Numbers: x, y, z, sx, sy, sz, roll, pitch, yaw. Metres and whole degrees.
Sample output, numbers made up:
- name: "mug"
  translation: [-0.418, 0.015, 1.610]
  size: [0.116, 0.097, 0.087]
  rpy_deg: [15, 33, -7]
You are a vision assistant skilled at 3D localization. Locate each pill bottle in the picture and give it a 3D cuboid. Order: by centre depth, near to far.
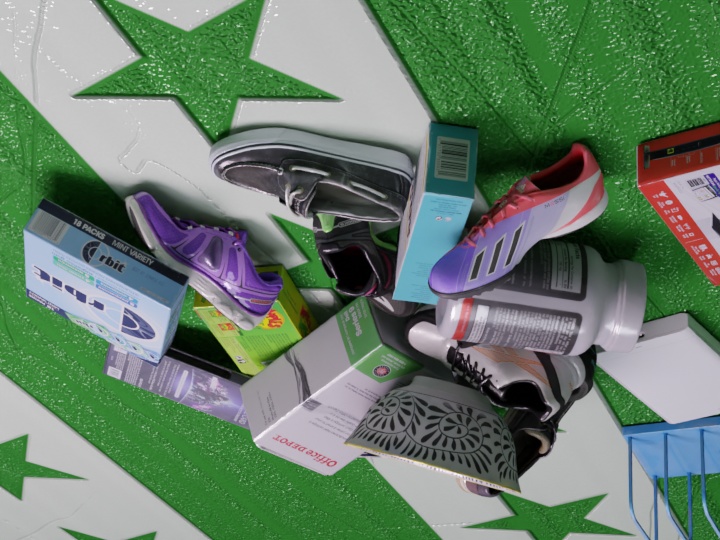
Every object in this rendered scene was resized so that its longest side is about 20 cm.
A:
- name: "pill bottle"
  translation: [0.183, 0.025, 1.572]
  size: [0.199, 0.116, 0.116]
  rpy_deg: [9, 149, -5]

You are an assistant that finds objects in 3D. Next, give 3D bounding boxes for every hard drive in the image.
- name: "hard drive"
  translation: [0.368, 0.116, 1.783]
  size: [0.131, 0.026, 0.200]
  rpy_deg: [-18, 141, 34]

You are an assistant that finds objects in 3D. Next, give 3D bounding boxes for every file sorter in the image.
- name: "file sorter"
  translation: [0.444, 0.268, 1.929]
  size: [0.199, 0.123, 0.139]
  rpy_deg: [-9, 146, 23]

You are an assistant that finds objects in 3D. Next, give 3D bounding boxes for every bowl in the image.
- name: "bowl"
  translation: [0.089, 0.170, 1.662]
  size: [0.200, 0.095, 0.201]
  rpy_deg: [15, 173, 2]

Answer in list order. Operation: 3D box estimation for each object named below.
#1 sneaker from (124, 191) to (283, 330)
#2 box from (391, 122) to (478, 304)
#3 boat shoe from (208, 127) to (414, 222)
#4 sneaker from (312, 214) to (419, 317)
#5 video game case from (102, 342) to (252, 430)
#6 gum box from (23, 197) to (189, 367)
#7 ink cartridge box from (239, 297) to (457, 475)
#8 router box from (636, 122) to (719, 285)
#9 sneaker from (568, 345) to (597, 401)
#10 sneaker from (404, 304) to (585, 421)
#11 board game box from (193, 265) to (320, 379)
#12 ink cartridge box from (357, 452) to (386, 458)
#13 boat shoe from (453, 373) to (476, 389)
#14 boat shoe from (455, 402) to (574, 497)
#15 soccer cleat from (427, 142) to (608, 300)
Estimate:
- name: "sneaker"
  translation: [-0.164, -0.024, 1.607]
  size: [0.200, 0.084, 0.081]
  rpy_deg: [40, 180, -28]
- name: "box"
  translation: [0.071, -0.051, 1.496]
  size: [0.049, 0.083, 0.200]
  rpy_deg: [8, 149, -4]
- name: "boat shoe"
  translation: [-0.049, -0.086, 1.467]
  size: [0.199, 0.071, 0.072]
  rpy_deg: [4, 149, 3]
- name: "sneaker"
  translation: [0.000, 0.000, 1.590]
  size: [0.076, 0.084, 0.200]
  rpy_deg: [-11, 145, 26]
- name: "video game case"
  translation: [-0.211, 0.132, 1.857]
  size: [0.199, 0.019, 0.143]
  rpy_deg: [21, 155, -5]
- name: "gum box"
  translation: [-0.272, 0.018, 1.624]
  size: [0.169, 0.045, 0.200]
  rpy_deg: [28, 157, -1]
- name: "ink cartridge box"
  translation: [-0.016, 0.132, 1.742]
  size: [0.200, 0.084, 0.146]
  rpy_deg: [-37, 139, 20]
- name: "router box"
  translation: [0.380, -0.070, 1.446]
  size: [0.179, 0.049, 0.200]
  rpy_deg: [-14, 144, 30]
- name: "sneaker"
  translation: [0.170, 0.070, 1.693]
  size: [0.199, 0.079, 0.076]
  rpy_deg: [30, 138, 2]
- name: "sneaker"
  translation: [0.134, 0.094, 1.623]
  size: [0.199, 0.080, 0.074]
  rpy_deg: [18, 136, 19]
- name: "board game box"
  translation: [-0.106, 0.068, 1.757]
  size: [0.101, 0.048, 0.200]
  rpy_deg: [-5, 148, 16]
- name: "ink cartridge box"
  translation: [0.078, 0.216, 1.907]
  size: [0.199, 0.041, 0.200]
  rpy_deg: [4, 175, -2]
- name: "boat shoe"
  translation: [0.144, 0.129, 1.809]
  size: [0.068, 0.057, 0.200]
  rpy_deg: [15, 148, -15]
- name: "boat shoe"
  translation: [0.196, 0.188, 1.778]
  size: [0.065, 0.200, 0.072]
  rpy_deg: [26, 154, 54]
- name: "soccer cleat"
  translation: [0.142, -0.046, 1.438]
  size: [0.199, 0.068, 0.073]
  rpy_deg: [-32, 131, -12]
